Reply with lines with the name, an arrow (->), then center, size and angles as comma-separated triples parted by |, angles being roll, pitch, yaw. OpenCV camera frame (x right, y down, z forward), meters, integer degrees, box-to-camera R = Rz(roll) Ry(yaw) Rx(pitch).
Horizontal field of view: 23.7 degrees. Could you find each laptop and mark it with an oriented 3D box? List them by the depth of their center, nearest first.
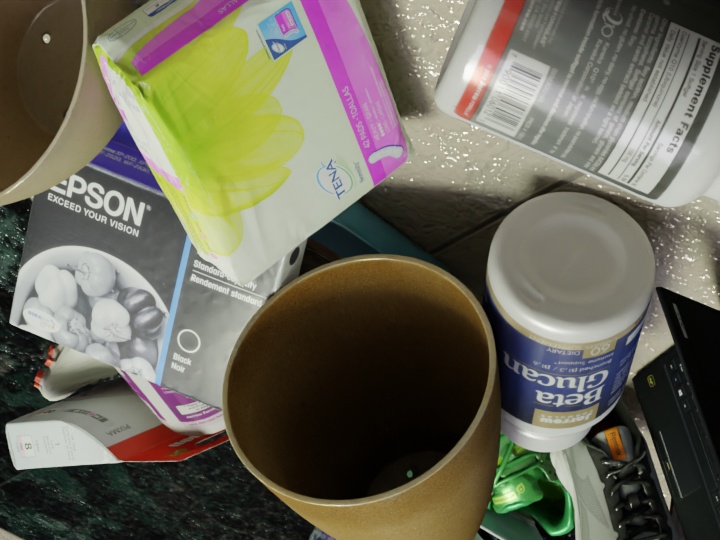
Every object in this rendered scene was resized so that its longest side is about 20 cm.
laptop -> 0.223, 0.125, 1.174 | 0.102, 0.179, 0.200 | -6, 158, -24

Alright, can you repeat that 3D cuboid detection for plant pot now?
plant pot -> -0.216, -0.135, 1.084 | 0.199, 0.203, 0.134 | 4, -179, 27
plant pot -> 0.021, 0.121, 1.191 | 0.185, 0.188, 0.201 | 8, 149, 22

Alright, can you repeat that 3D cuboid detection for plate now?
plate -> 0.086, 0.187, 1.464 | 0.199, 0.026, 0.200 | 32, 179, 1

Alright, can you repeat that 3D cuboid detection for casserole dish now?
casserole dish -> 0.000, 0.000, 1.276 | 0.199, 0.039, 0.121 | 36, 147, -21

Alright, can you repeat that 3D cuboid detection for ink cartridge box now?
ink cartridge box -> -0.139, -0.020, 1.208 | 0.197, 0.043, 0.202 | 21, 113, 13
ink cartridge box -> -0.180, 0.124, 1.477 | 0.199, 0.162, 0.058 | -12, 95, 38

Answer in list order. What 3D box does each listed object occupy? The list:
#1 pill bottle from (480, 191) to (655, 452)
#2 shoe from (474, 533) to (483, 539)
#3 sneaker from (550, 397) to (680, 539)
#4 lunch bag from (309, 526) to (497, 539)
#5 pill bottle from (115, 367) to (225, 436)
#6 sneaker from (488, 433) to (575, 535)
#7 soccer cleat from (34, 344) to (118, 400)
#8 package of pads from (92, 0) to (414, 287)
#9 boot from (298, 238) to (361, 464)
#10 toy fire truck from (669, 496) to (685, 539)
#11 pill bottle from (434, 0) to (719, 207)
pill bottle -> 0.136, 0.045, 1.189 | 0.110, 0.112, 0.201 | 16, 149, 9
shoe -> 0.049, 0.221, 1.411 | 0.199, 0.070, 0.053 | 37, 159, 9
sneaker -> 0.193, 0.170, 1.287 | 0.073, 0.201, 0.080 | -10, 141, -13
lunch bag -> 0.058, 0.267, 1.518 | 0.200, 0.127, 0.170 | 39, 168, 8
pill bottle -> -0.157, 0.034, 1.356 | 0.111, 0.113, 0.201 | 3, 145, 29
sneaker -> 0.119, 0.145, 1.373 | 0.074, 0.084, 0.200 | -30, 128, 31
soccer cleat -> -0.233, 0.073, 1.511 | 0.077, 0.070, 0.200 | 25, 146, -12
package of pads -> -0.061, -0.099, 1.044 | 0.068, 0.154, 0.201 | 44, 167, 39
boot -> -0.027, 0.062, 1.258 | 0.074, 0.098, 0.200 | 2, 144, 33
toy fire truck -> 0.299, 0.163, 1.244 | 0.167, 0.112, 0.202 | 18, 117, 36
pill bottle -> 0.150, -0.104, 0.943 | 0.198, 0.117, 0.116 | 23, 150, -3
